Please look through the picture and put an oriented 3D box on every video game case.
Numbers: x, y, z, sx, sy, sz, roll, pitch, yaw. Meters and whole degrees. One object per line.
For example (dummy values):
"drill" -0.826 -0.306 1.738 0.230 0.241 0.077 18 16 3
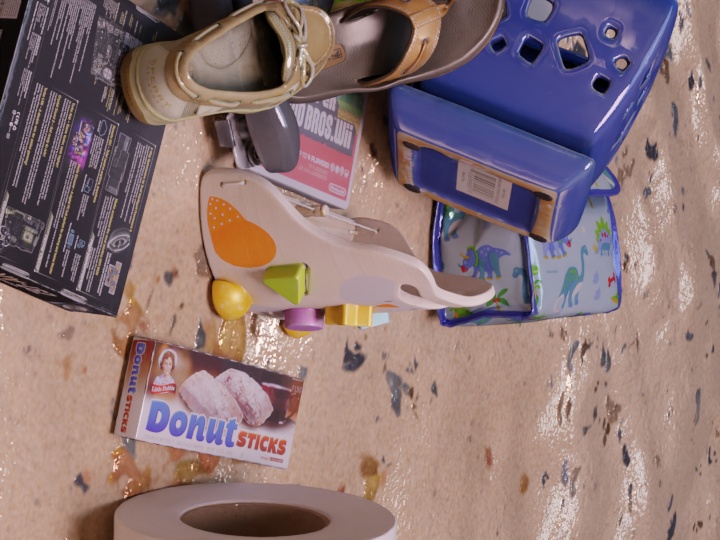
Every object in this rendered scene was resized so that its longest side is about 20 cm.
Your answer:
"video game case" -0.035 -0.161 1.526 0.143 0.017 0.202 20 78 -57

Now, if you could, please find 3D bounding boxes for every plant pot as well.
"plant pot" 0.126 -0.143 1.576 0.200 0.198 0.181 85 28 -74

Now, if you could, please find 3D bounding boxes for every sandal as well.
"sandal" 0.017 -0.178 1.449 0.055 0.198 0.083 170 -95 -82

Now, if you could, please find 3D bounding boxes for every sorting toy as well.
"sorting toy" 0.000 0.000 1.459 0.199 0.179 0.108 18 81 -57

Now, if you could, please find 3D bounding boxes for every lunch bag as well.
"lunch bag" 0.150 -0.055 1.751 0.169 0.126 0.202 0 83 -55

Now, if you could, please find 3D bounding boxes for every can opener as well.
"can opener" -0.081 -0.168 1.401 0.053 0.066 0.202 -40 127 -52

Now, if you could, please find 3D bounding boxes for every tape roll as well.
"tape roll" -0.075 0.238 1.363 0.202 0.201 0.141 -7 101 -57

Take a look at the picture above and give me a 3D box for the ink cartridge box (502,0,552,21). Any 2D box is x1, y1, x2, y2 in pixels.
"ink cartridge box" 0.113 -0.298 1.688 0.200 0.067 0.116 48 56 -49

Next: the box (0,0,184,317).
"box" -0.195 -0.087 1.261 0.160 0.043 0.202 28 72 -56

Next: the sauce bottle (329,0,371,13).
"sauce bottle" 0.026 -0.257 1.532 0.065 0.064 0.202 41 59 -52

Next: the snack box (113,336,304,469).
"snack box" -0.109 0.101 1.448 0.199 0.024 0.073 20 79 -57

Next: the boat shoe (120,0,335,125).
"boat shoe" -0.075 -0.145 1.324 0.200 0.063 0.074 -19 98 -49
